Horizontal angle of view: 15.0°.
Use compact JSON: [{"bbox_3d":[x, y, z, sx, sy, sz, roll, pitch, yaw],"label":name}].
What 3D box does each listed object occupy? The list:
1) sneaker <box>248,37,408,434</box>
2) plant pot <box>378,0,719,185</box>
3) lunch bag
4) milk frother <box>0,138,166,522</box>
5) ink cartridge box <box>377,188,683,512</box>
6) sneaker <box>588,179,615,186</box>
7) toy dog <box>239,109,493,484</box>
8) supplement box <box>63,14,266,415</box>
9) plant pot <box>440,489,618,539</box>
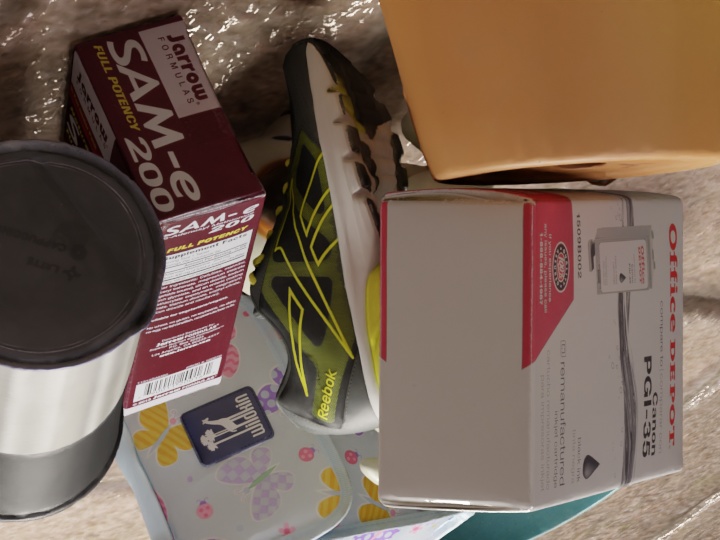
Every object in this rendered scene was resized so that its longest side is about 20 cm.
[{"bbox_3d":[-0.021,-0.014,1.329,0.084,0.201,0.074,-16,167,20],"label":"sneaker"},{"bbox_3d":[0.095,-0.114,1.244,0.199,0.141,0.200,-4,177,0],"label":"plant pot"},{"bbox_3d":[-0.055,0.105,1.608,0.199,0.170,0.127,-3,149,-42],"label":"lunch bag"},{"bbox_3d":[-0.199,0.060,1.278,0.179,0.201,0.188,16,152,-3],"label":"milk frother"},{"bbox_3d":[0.087,0.033,1.320,0.082,0.148,0.200,1,-178,27],"label":"ink cartridge box"},{"bbox_3d":[0.119,-0.153,1.376,0.201,0.112,0.078,-62,167,-3],"label":"sneaker"},{"bbox_3d":[0.000,0.000,1.453,0.139,0.200,0.195,-4,-128,60],"label":"toy dog"},{"bbox_3d":[-0.105,-0.023,1.363,0.061,0.109,0.200,-18,155,-19],"label":"supplement box"},{"bbox_3d":[0.083,0.084,1.755,0.199,0.135,0.200,-23,156,-11],"label":"plant pot"}]
